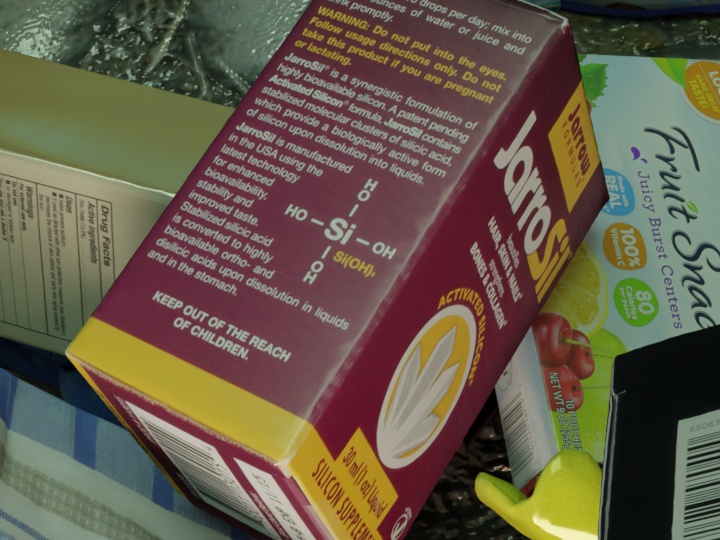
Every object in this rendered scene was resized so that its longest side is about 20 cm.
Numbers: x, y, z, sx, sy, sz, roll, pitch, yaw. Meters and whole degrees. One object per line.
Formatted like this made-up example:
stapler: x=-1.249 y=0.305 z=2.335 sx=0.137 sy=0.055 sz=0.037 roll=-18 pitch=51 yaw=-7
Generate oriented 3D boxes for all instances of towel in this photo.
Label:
towel: x=-0.092 y=0.118 z=0.681 sx=0.024 sy=0.147 sz=0.200 roll=-53 pitch=21 yaw=21

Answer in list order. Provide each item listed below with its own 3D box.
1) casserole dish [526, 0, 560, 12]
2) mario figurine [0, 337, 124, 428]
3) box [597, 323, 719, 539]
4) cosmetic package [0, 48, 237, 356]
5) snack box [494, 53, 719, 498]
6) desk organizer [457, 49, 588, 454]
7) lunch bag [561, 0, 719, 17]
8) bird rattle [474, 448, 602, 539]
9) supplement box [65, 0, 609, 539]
casserole dish: x=0.028 y=-0.092 z=0.892 sx=0.200 sy=0.121 sz=0.039 roll=-43 pitch=84 yaw=26
mario figurine: x=-0.101 y=0.067 z=0.820 sx=0.200 sy=0.123 sz=0.106 roll=20 pitch=97 yaw=2
box: x=0.172 y=0.128 z=0.623 sx=0.104 sy=0.200 sz=0.148 roll=-19 pitch=39 yaw=30
cosmetic package: x=-0.151 y=-0.033 z=0.762 sx=0.199 sy=0.105 sz=0.071 roll=16 pitch=40 yaw=13
snack box: x=0.123 y=-0.001 z=0.810 sx=0.142 sy=0.053 sz=0.201 roll=1 pitch=63 yaw=-21
desk organizer: x=0.070 y=-0.016 z=0.878 sx=0.077 sy=0.072 sz=0.200 roll=27 pitch=64 yaw=26
lunch bag: x=0.122 y=-0.229 z=0.966 sx=0.200 sy=0.170 sz=0.124 roll=24 pitch=66 yaw=28
bird rattle: x=0.061 y=0.177 z=0.684 sx=0.163 sy=0.113 sz=0.201 roll=-7 pitch=65 yaw=23
supplement box: x=0.000 y=0.000 z=0.698 sx=0.103 sy=0.131 sz=0.200 roll=23 pitch=70 yaw=27
